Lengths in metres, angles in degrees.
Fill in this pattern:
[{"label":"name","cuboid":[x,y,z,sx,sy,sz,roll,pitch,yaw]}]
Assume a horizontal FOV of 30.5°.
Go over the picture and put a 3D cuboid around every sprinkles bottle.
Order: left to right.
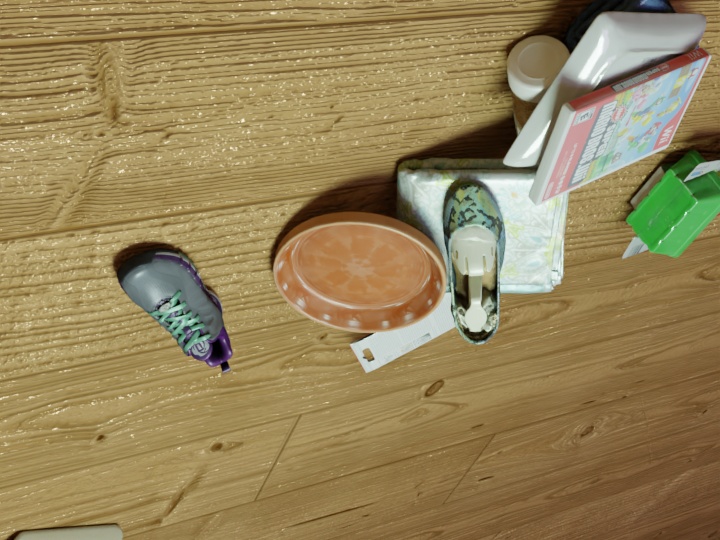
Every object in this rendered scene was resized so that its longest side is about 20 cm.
[{"label":"sprinkles bottle","cuboid":[0.201,-0.173,1.443,0.068,0.069,0.200,-27,152,-3]}]

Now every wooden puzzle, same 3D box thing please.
[{"label":"wooden puzzle","cuboid":[-0.453,0.431,1.861,0.184,0.037,0.200,7,135,-48]}]

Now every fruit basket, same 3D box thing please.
[{"label":"fruit basket","cuboid":[0.457,-0.101,1.804,0.199,0.094,0.186,-24,156,-45]}]

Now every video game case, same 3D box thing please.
[{"label":"video game case","cuboid":[0.274,-0.152,1.398,0.198,0.018,0.144,-24,150,-26]}]

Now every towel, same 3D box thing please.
[{"label":"towel","cuboid":[0.139,-0.051,1.505,0.197,0.048,0.173,0,128,1]},{"label":"towel","cuboid":[0.298,-0.246,1.434,0.111,0.049,0.199,-40,151,16]}]

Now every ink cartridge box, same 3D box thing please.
[{"label":"ink cartridge box","cuboid":[0.075,0.051,1.713,0.198,0.051,0.109,-28,152,-1]}]

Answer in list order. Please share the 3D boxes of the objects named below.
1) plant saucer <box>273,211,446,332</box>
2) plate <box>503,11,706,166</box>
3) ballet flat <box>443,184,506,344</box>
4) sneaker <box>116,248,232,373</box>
[{"label":"plant saucer","cuboid":[0.000,0.000,1.498,0.197,0.033,0.202,4,141,4]},{"label":"plate","cuboid":[0.266,-0.184,1.394,0.198,0.032,0.201,-9,141,-43]},{"label":"ballet flat","cuboid":[0.130,0.001,1.474,0.073,0.074,0.202,-21,129,-14]},{"label":"sneaker","cuboid":[-0.188,0.046,1.420,0.074,0.088,0.200,-33,152,7]}]
